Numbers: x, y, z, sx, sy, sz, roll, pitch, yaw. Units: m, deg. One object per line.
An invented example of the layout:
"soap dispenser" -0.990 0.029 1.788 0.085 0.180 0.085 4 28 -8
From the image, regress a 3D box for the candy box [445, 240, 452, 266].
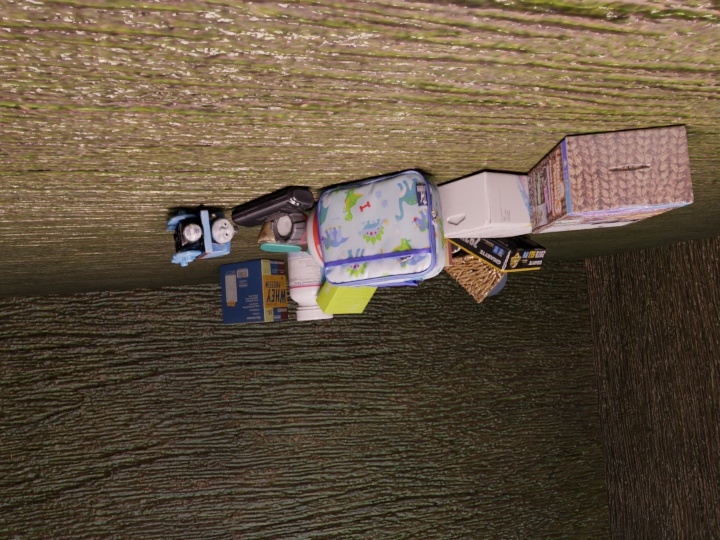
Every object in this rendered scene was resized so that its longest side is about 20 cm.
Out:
"candy box" 0.108 -0.059 1.293 0.196 0.120 0.054 -8 175 44

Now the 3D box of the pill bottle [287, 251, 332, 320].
"pill bottle" -0.106 0.003 1.274 0.104 0.208 0.109 -4 177 0

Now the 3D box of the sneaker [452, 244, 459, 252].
"sneaker" 0.249 -0.088 1.386 0.194 0.084 0.083 -4 -172 33

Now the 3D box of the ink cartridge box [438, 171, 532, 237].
"ink cartridge box" 0.230 -0.107 0.989 0.195 0.087 0.143 -3 176 -35

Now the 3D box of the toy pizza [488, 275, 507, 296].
"toy pizza" 0.750 0.052 3.340 0.193 0.207 0.032 -4 -153 -16

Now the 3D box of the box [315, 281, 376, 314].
"box" 0.000 0.000 1.192 0.120 0.048 0.203 1 129 -45

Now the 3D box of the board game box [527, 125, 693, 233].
"board game box" 0.341 -0.121 0.829 0.153 0.101 0.200 -5 176 1

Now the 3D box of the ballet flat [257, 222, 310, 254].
"ballet flat" -0.111 -0.067 1.189 0.193 0.068 0.070 9 160 -19

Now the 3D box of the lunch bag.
"lunch bag" 0.032 -0.056 0.897 0.193 0.167 0.082 -5 176 24

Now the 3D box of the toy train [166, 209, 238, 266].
"toy train" -0.283 -0.061 1.039 0.111 0.090 0.199 -10 180 -22

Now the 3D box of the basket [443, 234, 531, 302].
"basket" 0.304 -0.054 1.401 0.199 0.149 0.144 -39 167 -40

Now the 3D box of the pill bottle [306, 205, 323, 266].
"pill bottle" 0.009 -0.071 1.014 0.194 0.117 0.112 -7 176 27

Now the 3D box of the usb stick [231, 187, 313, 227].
"usb stick" -0.150 -0.104 0.967 0.054 0.034 0.197 10 168 -39

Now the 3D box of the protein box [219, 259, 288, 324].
"protein box" -0.369 0.077 2.015 0.193 0.208 0.134 -7 176 30

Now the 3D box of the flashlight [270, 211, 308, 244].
"flashlight" -0.085 -0.085 1.117 0.066 0.071 0.198 3 -173 33

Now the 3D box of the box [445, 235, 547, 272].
"box" 0.253 -0.064 1.166 0.157 0.051 0.198 -1 -152 -48
